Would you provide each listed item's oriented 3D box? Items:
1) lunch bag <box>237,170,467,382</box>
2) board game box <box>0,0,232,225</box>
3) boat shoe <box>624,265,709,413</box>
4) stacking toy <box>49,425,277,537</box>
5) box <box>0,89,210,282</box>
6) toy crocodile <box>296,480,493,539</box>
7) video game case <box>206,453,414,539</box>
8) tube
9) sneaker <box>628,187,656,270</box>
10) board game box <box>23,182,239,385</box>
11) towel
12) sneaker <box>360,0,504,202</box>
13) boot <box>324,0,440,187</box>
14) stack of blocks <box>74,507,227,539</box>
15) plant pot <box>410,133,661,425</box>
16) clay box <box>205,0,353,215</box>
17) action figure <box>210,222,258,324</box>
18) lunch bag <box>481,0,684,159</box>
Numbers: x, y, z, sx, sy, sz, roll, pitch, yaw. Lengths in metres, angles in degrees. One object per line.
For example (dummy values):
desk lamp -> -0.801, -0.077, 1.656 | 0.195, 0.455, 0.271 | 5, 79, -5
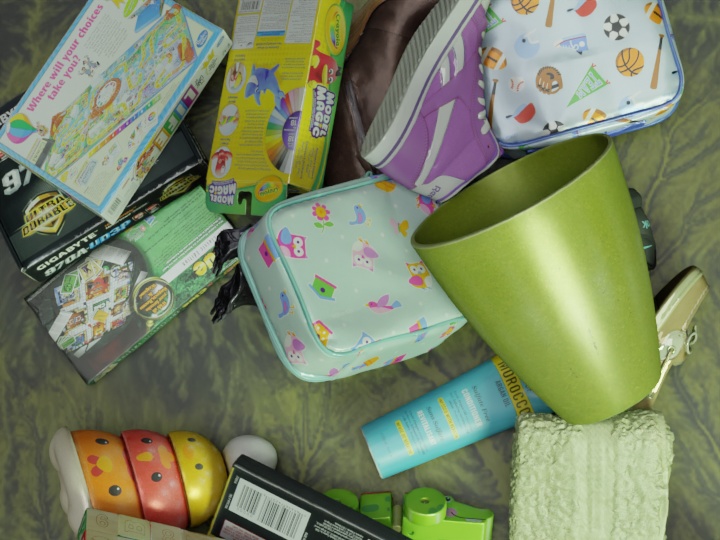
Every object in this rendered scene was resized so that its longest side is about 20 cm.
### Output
lunch bag -> 0.000, 0.000, 1.468 | 0.198, 0.077, 0.162 | -15, 72, -39
board game box -> -0.226, -0.162, 1.561 | 0.134, 0.034, 0.201 | 32, 84, 17
boat shoe -> 0.258, 0.091, 1.518 | 0.063, 0.073, 0.202 | 31, 91, 2
stacking toy -> -0.172, 0.188, 1.546 | 0.198, 0.146, 0.148 | -16, 82, -13
box -> -0.257, -0.108, 1.596 | 0.199, 0.046, 0.160 | -30, 72, 3
toy crocodile -> 0.021, 0.224, 1.539 | 0.197, 0.062, 0.068 | 0, 123, 5
video game case -> -0.050, 0.283, 1.518 | 0.198, 0.026, 0.182 | 25, 114, 8
tube -> 0.099, 0.124, 1.547 | 0.198, 0.050, 0.078 | -25, 89, -2
sneaker -> 0.172, -0.003, 1.534 | 0.198, 0.075, 0.080 | -24, 84, 4
board game box -> -0.208, 0.004, 1.603 | 0.199, 0.023, 0.105 | -39, 79, 2
towel -> 0.199, 0.217, 1.499 | 0.146, 0.037, 0.203 | -1, 107, 2
sneaker -> 0.088, -0.155, 1.501 | 0.114, 0.073, 0.202 | 30, 78, -17
boot -> 0.033, -0.163, 1.563 | 0.198, 0.072, 0.168 | -25, 76, 15
stack of blocks -> -0.156, 0.286, 1.464 | 0.198, 0.059, 0.116 | 15, 117, -15
plant pot -> 0.167, 0.020, 1.425 | 0.186, 0.187, 0.202 | -27, 102, 3
clay box -> -0.075, -0.146, 1.543 | 0.114, 0.047, 0.203 | 6, 85, 45
action figure -> -0.042, 0.019, 1.544 | 0.198, 0.102, 0.120 | 12, 51, -30
lunch bag -> 0.188, -0.186, 1.551 | 0.197, 0.076, 0.162 | -15, 85, 4
